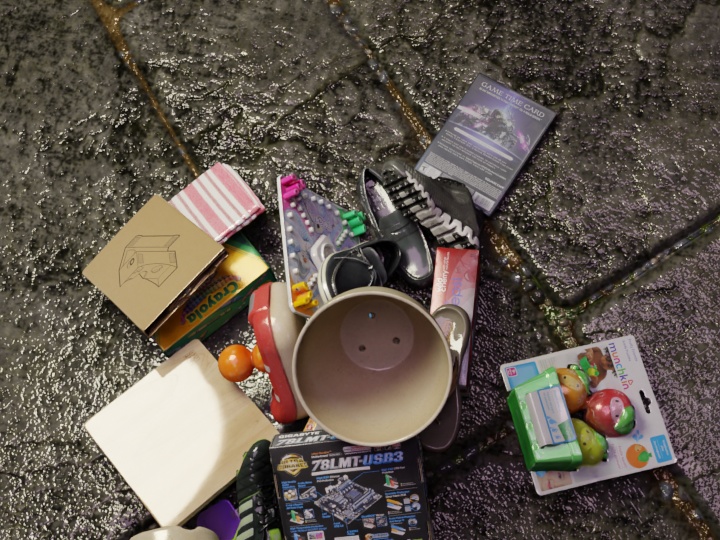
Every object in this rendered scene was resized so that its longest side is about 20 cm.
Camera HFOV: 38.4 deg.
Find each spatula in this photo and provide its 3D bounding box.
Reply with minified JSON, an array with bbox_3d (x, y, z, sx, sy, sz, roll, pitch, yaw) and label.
[{"bbox_3d":[-0.138,0.318,1.444,0.199,0.021,0.057,-32,81,-7],"label":"spatula"}]

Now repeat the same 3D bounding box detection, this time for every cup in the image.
[{"bbox_3d":[0.019,0.104,1.330,0.198,0.143,0.203,1,105,4],"label":"cup"}]

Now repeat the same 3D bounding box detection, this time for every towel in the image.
[{"bbox_3d":[-0.247,-0.066,1.542,0.199,0.030,0.146,-39,45,-4],"label":"towel"}]

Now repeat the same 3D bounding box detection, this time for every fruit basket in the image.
[{"bbox_3d":[0.307,0.191,1.395,0.198,0.094,0.187,-13,69,-1],"label":"fruit basket"}]

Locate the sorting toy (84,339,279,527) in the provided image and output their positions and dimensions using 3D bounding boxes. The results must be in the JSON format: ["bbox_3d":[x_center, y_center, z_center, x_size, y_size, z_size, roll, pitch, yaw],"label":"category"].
[{"bbox_3d":[-0.246,0.237,1.451,0.199,0.070,0.199,-37,68,-19],"label":"sorting toy"}]

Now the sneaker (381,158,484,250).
[{"bbox_3d":[0.110,-0.106,1.508,0.200,0.066,0.091,41,56,-23],"label":"sneaker"}]

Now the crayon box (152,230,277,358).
[{"bbox_3d":[-0.239,0.026,1.545,0.199,0.058,0.119,-39,68,-7],"label":"crayon box"}]

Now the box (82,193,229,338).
[{"bbox_3d":[-0.299,-0.010,1.491,0.164,0.021,0.199,-47,48,-9],"label":"box"}]

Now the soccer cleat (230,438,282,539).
[{"bbox_3d":[-0.132,0.327,1.382,0.081,0.067,0.203,17,101,42],"label":"soccer cleat"}]

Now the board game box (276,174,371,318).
[{"bbox_3d":[-0.042,-0.018,1.464,0.026,0.199,0.202,-19,66,28],"label":"board game box"}]

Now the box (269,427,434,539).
[{"bbox_3d":[-0.008,0.305,1.364,0.197,0.050,0.201,-8,103,6],"label":"box"}]

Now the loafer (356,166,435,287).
[{"bbox_3d":[0.050,-0.065,1.534,0.068,0.071,0.202,-28,69,-4],"label":"loafer"}]

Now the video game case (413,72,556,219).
[{"bbox_3d":[0.191,-0.194,1.591,0.142,0.019,0.201,31,76,17],"label":"video game case"}]

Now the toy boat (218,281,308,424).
[{"bbox_3d":[-0.133,0.122,1.427,0.129,0.202,0.131,-12,32,6],"label":"toy boat"}]

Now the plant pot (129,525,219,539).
[{"bbox_3d":[-0.239,0.440,1.336,0.198,0.201,0.185,-13,58,3],"label":"plant pot"}]

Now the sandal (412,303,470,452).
[{"bbox_3d":[0.106,0.140,1.387,0.081,0.055,0.202,12,79,13],"label":"sandal"}]

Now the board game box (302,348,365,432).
[{"bbox_3d":[-0.015,0.192,1.441,0.030,0.095,0.201,9,67,55],"label":"board game box"}]

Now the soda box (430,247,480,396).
[{"bbox_3d":[0.131,0.073,1.472,0.063,0.070,0.202,3,70,11],"label":"soda box"}]

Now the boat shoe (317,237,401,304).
[{"bbox_3d":[0.000,0.000,1.435,0.062,0.200,0.075,-17,99,30],"label":"boat shoe"}]
